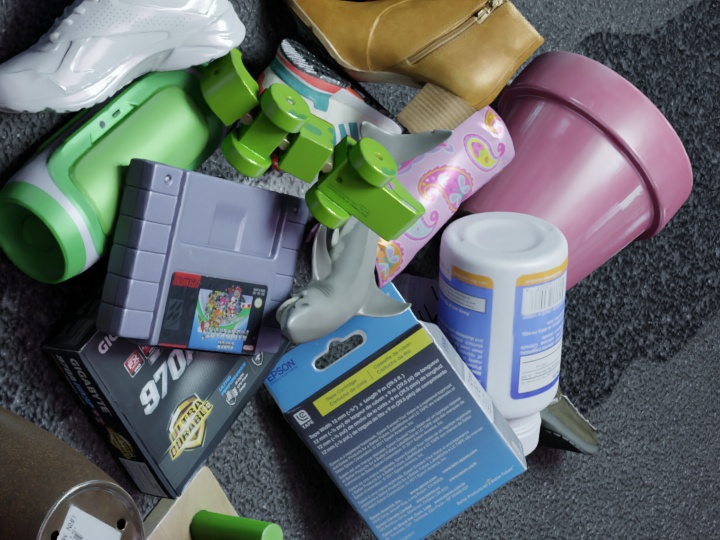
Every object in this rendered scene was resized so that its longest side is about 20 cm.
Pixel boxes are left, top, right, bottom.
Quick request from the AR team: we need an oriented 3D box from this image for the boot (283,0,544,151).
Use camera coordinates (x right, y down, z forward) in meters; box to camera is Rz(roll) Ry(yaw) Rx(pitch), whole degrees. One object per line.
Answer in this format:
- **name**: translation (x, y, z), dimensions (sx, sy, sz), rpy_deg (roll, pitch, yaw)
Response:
- **boot**: translation (0.042, -0.211, 1.450), dimensions (0.144, 0.201, 0.071), rpy_deg (-46, 169, 1)

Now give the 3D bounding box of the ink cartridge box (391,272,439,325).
- **ink cartridge box**: translation (0.045, 0.107, 1.598), dimensions (0.094, 0.044, 0.202), rpy_deg (11, 85, -49)

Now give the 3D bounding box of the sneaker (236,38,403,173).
- **sneaker**: translation (-0.039, -0.123, 1.481), dimensions (0.094, 0.070, 0.199), rpy_deg (-49, 155, 9)

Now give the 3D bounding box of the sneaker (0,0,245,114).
- **sneaker**: translation (-0.185, -0.176, 1.254), dimensions (0.199, 0.078, 0.100), rpy_deg (-25, 112, -21)

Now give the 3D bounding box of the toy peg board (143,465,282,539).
- **toy peg board**: translation (-0.111, 0.296, 1.380), dimensions (0.200, 0.097, 0.201), rpy_deg (-52, 128, -35)

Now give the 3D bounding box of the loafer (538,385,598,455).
- **loafer**: translation (0.179, 0.124, 1.737), dimensions (0.200, 0.075, 0.070), rpy_deg (38, 68, -44)

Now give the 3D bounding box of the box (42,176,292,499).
- **box**: translation (-0.139, 0.050, 1.372), dimensions (0.200, 0.046, 0.160), rpy_deg (-53, 130, -34)

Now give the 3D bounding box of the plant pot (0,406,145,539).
- **plant pot**: translation (-0.240, 0.171, 1.139), dimensions (0.186, 0.199, 0.189), rpy_deg (-4, 96, -49)

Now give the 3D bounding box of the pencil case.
- **pencil case**: translation (0.045, -0.067, 1.535), dimensions (0.200, 0.087, 0.088), rpy_deg (-43, 124, -24)

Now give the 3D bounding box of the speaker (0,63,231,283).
- **speaker**: translation (-0.178, -0.078, 1.289), dimensions (0.200, 0.088, 0.089), rpy_deg (-47, 126, -38)

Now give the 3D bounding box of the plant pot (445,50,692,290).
- **plant pot**: translation (0.182, -0.072, 1.657), dimensions (0.179, 0.199, 0.201), rpy_deg (-47, 128, -18)

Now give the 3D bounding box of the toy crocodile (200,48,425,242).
- **toy crocodile**: translation (-0.036, -0.090, 1.316), dimensions (0.199, 0.068, 0.062), rpy_deg (33, 32, -19)

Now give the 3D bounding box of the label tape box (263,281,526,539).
- **label tape box**: translation (0.027, 0.119, 1.489), dimensions (0.201, 0.143, 0.066), rpy_deg (54, 11, -10)

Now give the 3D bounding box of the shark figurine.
- **shark figurine**: translation (0.008, -0.009, 1.409), dimensions (0.128, 0.089, 0.216), rpy_deg (90, 25, -63)

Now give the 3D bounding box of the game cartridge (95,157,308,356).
- **game cartridge**: translation (-0.112, -0.004, 1.311), dimensions (0.199, 0.038, 0.131), rpy_deg (10, 88, -58)

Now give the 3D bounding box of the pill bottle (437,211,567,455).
- **pill bottle**: translation (0.121, 0.060, 1.551), dimensions (0.112, 0.111, 0.202), rpy_deg (-28, 129, -46)

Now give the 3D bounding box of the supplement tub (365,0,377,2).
- **supplement tub**: translation (0.058, -0.305, 1.531), dimensions (0.122, 0.122, 0.202), rpy_deg (13, 82, -50)
